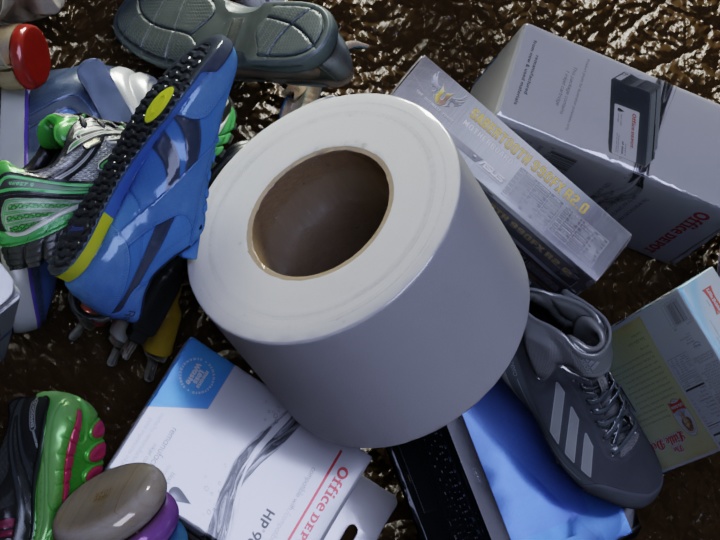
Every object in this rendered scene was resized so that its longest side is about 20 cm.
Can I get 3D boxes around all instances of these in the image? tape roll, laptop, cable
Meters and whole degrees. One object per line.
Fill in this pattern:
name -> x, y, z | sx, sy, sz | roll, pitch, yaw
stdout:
tape roll -> 0.000, 0.000, 1.317 | 0.201, 0.139, 0.204 | -15, 51, 19
laptop -> 0.107, 0.141, 1.417 | 0.103, 0.200, 0.179 | -25, 81, 19
cable -> -0.140, -0.018, 1.387 | 0.097, 0.050, 0.201 | 29, 96, -23

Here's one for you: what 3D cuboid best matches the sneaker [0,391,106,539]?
sneaker -> -0.238, 0.182, 1.353 | 0.083, 0.077, 0.202 | 13, 82, 32

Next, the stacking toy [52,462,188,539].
stacking toy -> -0.131, 0.234, 1.328 | 0.085, 0.085, 0.201 | -33, 111, -18

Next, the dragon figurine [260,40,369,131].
dragon figurine -> -0.052, -0.087, 1.457 | 0.058, 0.100, 0.201 | 21, 54, -6

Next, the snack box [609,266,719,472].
snack box -> 0.232, 0.079, 1.410 | 0.037, 0.200, 0.117 | -29, 85, -21

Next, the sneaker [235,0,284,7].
sneaker -> -0.145, -0.252, 1.474 | 0.114, 0.073, 0.201 | -31, 75, -14

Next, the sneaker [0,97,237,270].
sneaker -> -0.171, -0.080, 1.339 | 0.199, 0.078, 0.086 | -32, 107, -27

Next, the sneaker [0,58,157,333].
sneaker -> -0.188, -0.055, 1.406 | 0.145, 0.081, 0.202 | -1, 72, -9

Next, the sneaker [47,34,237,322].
sneaker -> -0.128, -0.060, 1.293 | 0.078, 0.066, 0.201 | 34, 79, -24

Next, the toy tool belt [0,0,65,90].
toy tool belt -> -0.280, -0.219, 1.417 | 0.122, 0.125, 0.202 | -5, 68, 20

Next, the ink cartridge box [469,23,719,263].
ink cartridge box -> 0.182, -0.092, 1.468 | 0.198, 0.145, 0.085 | 22, 72, -8

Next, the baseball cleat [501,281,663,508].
baseball cleat -> 0.165, 0.093, 1.410 | 0.200, 0.106, 0.070 | 45, 57, -10

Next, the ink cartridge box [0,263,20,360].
ink cartridge box -> -0.307, 0.005, 1.301 | 0.083, 0.200, 0.146 | -37, 87, -18

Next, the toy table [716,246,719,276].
toy table -> 0.334, 0.004, 1.478 | 0.116, 0.184, 0.202 | 6, 89, 5

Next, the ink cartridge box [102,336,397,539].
ink cartridge box -> -0.073, 0.153, 1.391 | 0.199, 0.068, 0.117 | 33, 72, -4

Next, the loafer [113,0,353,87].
loafer -> -0.095, -0.164, 1.431 | 0.198, 0.063, 0.072 | 12, 68, 33

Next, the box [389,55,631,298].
box -> 0.088, -0.055, 1.431 | 0.200, 0.158, 0.048 | 40, 71, 0
